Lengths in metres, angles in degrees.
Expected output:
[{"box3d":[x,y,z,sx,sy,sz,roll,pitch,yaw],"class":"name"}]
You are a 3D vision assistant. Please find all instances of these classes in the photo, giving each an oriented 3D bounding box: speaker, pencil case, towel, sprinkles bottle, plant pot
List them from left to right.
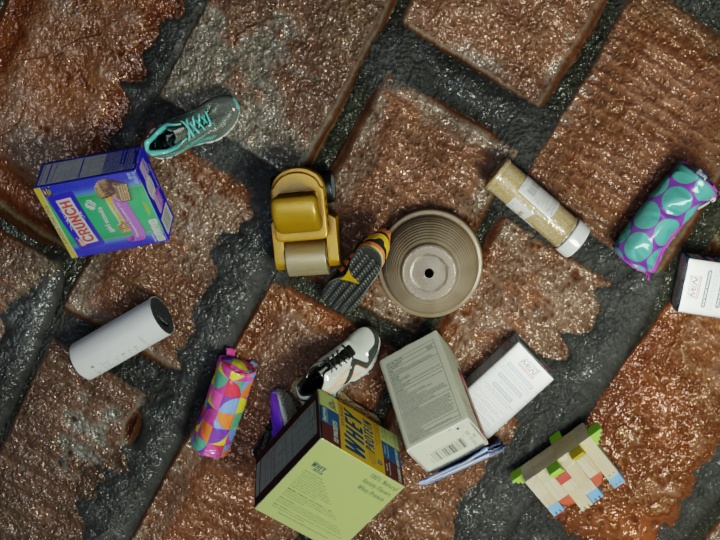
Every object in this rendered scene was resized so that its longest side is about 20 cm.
[{"box3d":[-0.458,0.131,1.733,0.197,0.081,0.082,-29,99,12],"class":"speaker"},{"box3d":[-0.264,0.260,1.745,0.087,0.088,0.204,21,103,0],"class":"pencil case"},{"box3d":[0.125,-0.007,1.635,0.196,0.093,0.206,1,103,6],"class":"plant pot"},{"box3d":[0.191,0.353,1.664,0.143,0.200,0.024,-28,75,13],"class":"towel"},{"box3d":[0.314,-0.112,1.603,0.199,0.068,0.069,40,104,-4],"class":"sprinkles bottle"},{"box3d":[0.533,-0.090,1.576,0.092,0.085,0.202,43,106,24],"class":"pencil case"}]

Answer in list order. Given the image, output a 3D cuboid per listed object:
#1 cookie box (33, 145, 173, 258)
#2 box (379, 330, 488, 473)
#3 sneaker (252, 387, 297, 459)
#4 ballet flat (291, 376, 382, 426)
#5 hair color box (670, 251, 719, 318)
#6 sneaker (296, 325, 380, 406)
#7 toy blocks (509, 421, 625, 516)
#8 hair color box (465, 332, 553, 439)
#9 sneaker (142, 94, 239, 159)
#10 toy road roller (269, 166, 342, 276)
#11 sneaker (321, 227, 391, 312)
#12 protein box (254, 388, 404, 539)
[{"box3d":[-0.464,-0.122,1.642,0.195,0.076,0.173,-9,133,9],"class":"cookie box"},{"box3d":[0.130,0.237,1.626,0.126,0.202,0.109,-28,137,12],"class":"box"},{"box3d":[-0.167,0.331,1.756,0.097,0.070,0.205,-9,102,10],"class":"sneaker"},{"box3d":[-0.047,0.269,1.730,0.197,0.065,0.072,26,109,0],"class":"ballet flat"},{"box3d":[0.665,0.034,1.604,0.195,0.061,0.103,9,104,3],"class":"hair color box"},{"box3d":[-0.040,0.180,1.678,0.074,0.080,0.200,40,84,27],"class":"sneaker"},{"box3d":[0.404,0.390,1.707,0.199,0.100,0.137,-38,108,12],"class":"toy blocks"},{"box3d":[0.255,0.225,1.692,0.099,0.061,0.200,44,104,-6],"class":"hair color box"},{"box3d":[-0.307,-0.251,1.622,0.197,0.091,0.079,-27,100,11],"class":"sneaker"},{"box3d":[-0.106,-0.082,1.612,0.120,0.146,0.205,-4,103,7],"class":"toy road roller"},{"box3d":[0.000,0.000,1.654,0.069,0.090,0.201,37,137,-2],"class":"sneaker"},{"box3d":[-0.059,0.367,1.650,0.197,0.136,0.200,33,113,-22],"class":"protein box"}]
